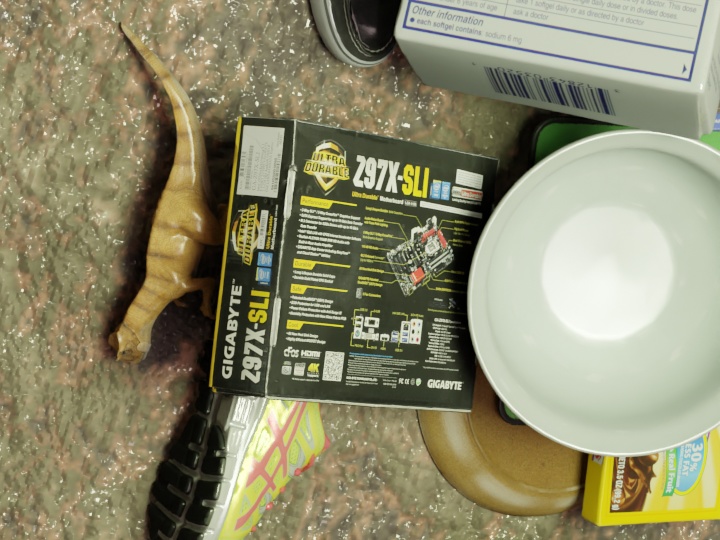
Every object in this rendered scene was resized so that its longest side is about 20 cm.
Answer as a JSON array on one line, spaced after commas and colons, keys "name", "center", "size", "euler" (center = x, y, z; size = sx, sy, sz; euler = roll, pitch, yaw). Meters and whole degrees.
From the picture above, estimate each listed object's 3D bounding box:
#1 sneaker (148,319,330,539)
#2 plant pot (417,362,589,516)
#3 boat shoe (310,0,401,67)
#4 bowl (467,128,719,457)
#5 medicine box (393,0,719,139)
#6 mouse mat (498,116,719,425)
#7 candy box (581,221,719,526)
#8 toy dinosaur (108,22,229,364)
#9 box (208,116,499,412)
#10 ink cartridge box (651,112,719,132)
[{"name": "sneaker", "center": [-0.061, 0.111, 1.635], "size": [0.090, 0.078, 0.201], "euler": [19, 93, -32]}, {"name": "plant pot", "center": [0.130, 0.067, 1.752], "size": [0.199, 0.027, 0.202], "euler": [-7, 106, -27]}, {"name": "boat shoe", "center": [0.020, -0.217, 1.599], "size": [0.069, 0.066, 0.201], "euler": [6, 100, -28]}, {"name": "bowl", "center": [0.159, 0.007, 1.660], "size": [0.199, 0.090, 0.203], "euler": [-1, 101, -5]}, {"name": "medicine box", "center": [0.134, -0.199, 1.568], "size": [0.181, 0.103, 0.201], "euler": [12, 80, 13]}, {"name": "mouse mat", "center": [0.167, 0.002, 1.736], "size": [0.160, 0.008, 0.202], "euler": [1, 103, -28]}, {"name": "candy box", "center": [0.201, 0.065, 1.751], "size": [0.102, 0.026, 0.202], "euler": [-1, 103, -29]}, {"name": "toy dinosaur", "center": [-0.099, -0.036, 1.588], "size": [0.106, 0.060, 0.202], "euler": [6, 100, -27]}, {"name": "box", "center": [0.000, 0.000, 1.601], "size": [0.199, 0.049, 0.161], "euler": [6, 88, -51]}, {"name": "ink cartridge box", "center": [0.195, -0.172, 1.659], "size": [0.119, 0.042, 0.201], "euler": [-2, 69, -30]}]
